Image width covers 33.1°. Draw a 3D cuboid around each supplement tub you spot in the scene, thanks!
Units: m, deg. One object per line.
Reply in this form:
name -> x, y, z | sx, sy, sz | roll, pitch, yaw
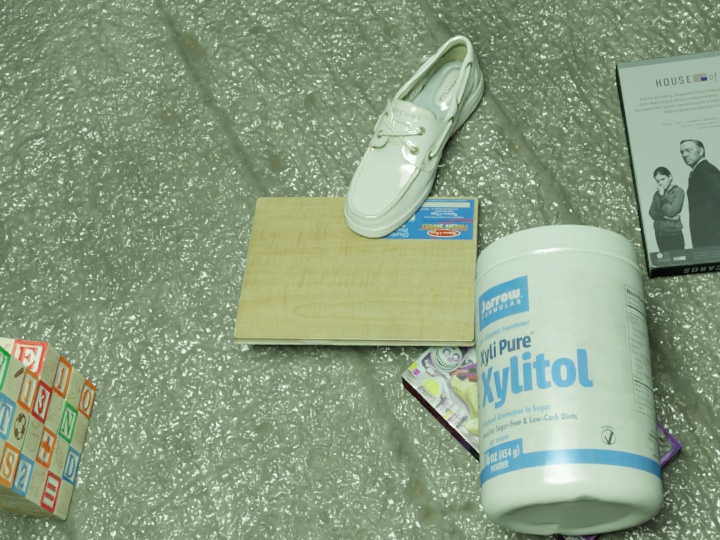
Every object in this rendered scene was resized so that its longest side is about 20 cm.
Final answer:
supplement tub -> 0.150, 0.083, 0.894 | 0.130, 0.132, 0.202 | -3, 65, 6

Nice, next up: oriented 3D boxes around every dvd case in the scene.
dvd case -> 0.306, -0.097, 1.036 | 0.148, 0.025, 0.202 | -6, 66, 6

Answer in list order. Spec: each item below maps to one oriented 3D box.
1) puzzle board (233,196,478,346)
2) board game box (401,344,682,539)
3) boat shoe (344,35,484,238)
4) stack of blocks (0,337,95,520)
puzzle board -> 0.000, 0.000, 1.025 | 0.197, 0.017, 0.152 | 0, 53, 7
board game box -> 0.142, 0.114, 0.968 | 0.120, 0.032, 0.200 | -41, 68, -15
boat shoe -> 0.042, -0.122, 1.051 | 0.070, 0.070, 0.201 | 22, 67, 20
stack of blocks -> -0.274, 0.111, 0.929 | 0.058, 0.200, 0.116 | 5, 68, 10
